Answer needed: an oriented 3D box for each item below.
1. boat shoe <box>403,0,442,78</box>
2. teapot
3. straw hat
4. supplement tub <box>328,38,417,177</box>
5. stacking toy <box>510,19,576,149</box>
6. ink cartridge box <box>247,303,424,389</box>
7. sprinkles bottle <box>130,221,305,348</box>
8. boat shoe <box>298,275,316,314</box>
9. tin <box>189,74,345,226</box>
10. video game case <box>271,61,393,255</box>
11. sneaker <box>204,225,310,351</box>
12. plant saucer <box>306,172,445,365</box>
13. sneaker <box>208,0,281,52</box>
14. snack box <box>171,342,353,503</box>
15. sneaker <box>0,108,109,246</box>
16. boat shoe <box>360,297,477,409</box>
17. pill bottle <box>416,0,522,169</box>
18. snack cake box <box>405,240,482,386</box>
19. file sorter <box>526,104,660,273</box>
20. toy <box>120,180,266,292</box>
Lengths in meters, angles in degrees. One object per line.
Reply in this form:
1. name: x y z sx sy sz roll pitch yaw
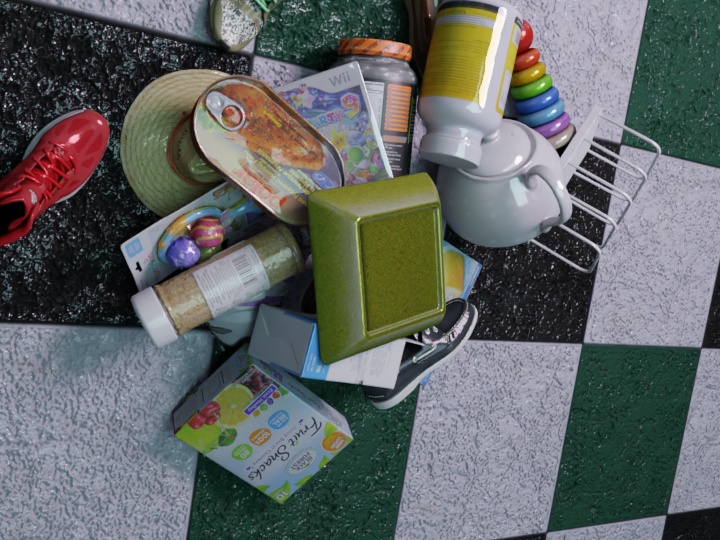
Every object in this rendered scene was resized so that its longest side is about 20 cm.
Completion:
1. boat shoe: 0.110 -0.335 1.097 0.075 0.072 0.201 -31 115 -23
2. teapot: 0.193 -0.138 1.104 0.147 0.198 0.199 69 26 -49
3. straw hat: -0.177 -0.147 0.948 0.200 0.085 0.203 -8 105 -31
4. supplement tub: 0.011 -0.193 1.035 0.122 0.122 0.202 0 100 -32
5. stacking toy: 0.258 -0.282 1.200 0.085 0.085 0.201 -33 112 -22
6. ink cartridge box: -0.026 0.100 1.008 0.199 0.116 0.068 15 90 -43
7. sprinkles bottle: -0.164 0.016 0.931 0.199 0.068 0.069 -28 114 -14
8. boat shoe: 0.000 0.000 1.078 0.200 0.057 0.067 -40 145 -34
9. tin: -0.106 -0.134 0.912 0.200 0.042 0.112 41 71 -20
10. video game case: -0.040 -0.135 0.970 0.142 0.018 0.202 -18 100 0
11. sneaker: -0.114 0.032 1.038 0.199 0.078 0.141 -29 116 -13
12. plant saucer: 0.035 -0.004 0.937 0.199 0.048 0.202 -15 107 -41
13. sneaker: -0.108 -0.350 0.947 0.077 0.088 0.201 37 80 -32
14. snack box: -0.126 0.206 1.049 0.142 0.053 0.200 -42 122 9
15. sneaker: -0.333 -0.091 0.844 0.200 0.115 0.078 -51 121 -12
16. boat shoe: 0.080 0.103 1.090 0.200 0.075 0.060 -46 125 -16
17. pill bottle: 0.134 -0.239 1.017 0.111 0.112 0.202 14 88 -33
18. snack cake box: 0.081 0.052 1.164 0.115 0.067 0.201 29 85 -34
19. file sorter: 0.357 -0.119 1.233 0.201 0.124 0.139 -56 165 -10
20. toy: -0.181 -0.042 0.955 0.200 0.047 0.115 -38 158 -21
